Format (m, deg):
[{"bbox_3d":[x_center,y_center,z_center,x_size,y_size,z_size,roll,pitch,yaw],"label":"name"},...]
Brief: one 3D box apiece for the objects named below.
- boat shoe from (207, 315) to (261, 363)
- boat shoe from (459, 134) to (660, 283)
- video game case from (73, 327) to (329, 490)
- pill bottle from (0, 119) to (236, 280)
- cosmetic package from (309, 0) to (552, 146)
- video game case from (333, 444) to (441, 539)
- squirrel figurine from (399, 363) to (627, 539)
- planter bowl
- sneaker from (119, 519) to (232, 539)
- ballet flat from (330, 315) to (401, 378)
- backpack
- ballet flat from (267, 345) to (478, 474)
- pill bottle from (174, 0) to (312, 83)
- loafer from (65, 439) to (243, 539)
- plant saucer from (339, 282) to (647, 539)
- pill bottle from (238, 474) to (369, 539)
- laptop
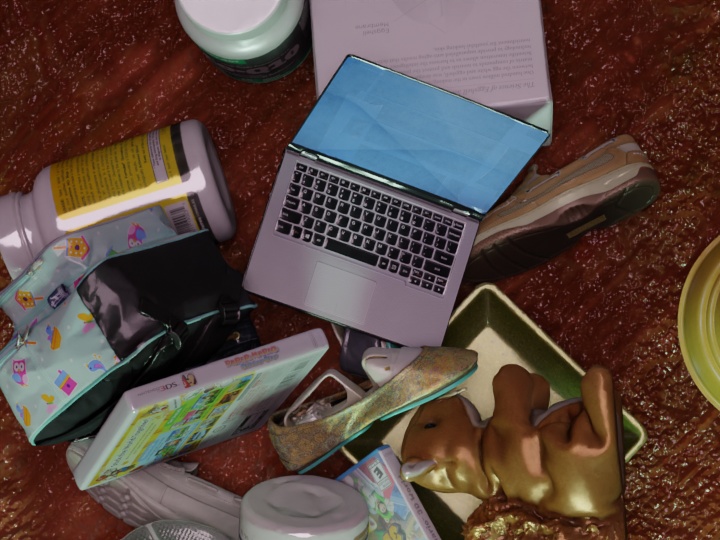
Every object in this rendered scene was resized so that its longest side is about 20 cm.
[{"bbox_3d":[-0.184,0.084,1.748,0.199,0.071,0.091,-15,81,-2],"label":"boat shoe"},{"bbox_3d":[0.163,-0.058,1.737,0.199,0.072,0.076,-24,59,2],"label":"boat shoe"},{"bbox_3d":[-0.137,0.118,1.643,0.181,0.200,0.023,-18,74,-27],"label":"video game case"},{"bbox_3d":[-0.219,-0.053,1.733,0.199,0.112,0.113,-17,85,3],"label":"pill bottle"},{"bbox_3d":[0.059,-0.209,1.704,0.198,0.123,0.201,-5,73,4],"label":"cosmetic package"},{"bbox_3d":[0.028,0.267,1.687,0.143,0.018,0.201,-40,74,43],"label":"video game case"},{"bbox_3d":[0.127,0.180,1.637,0.186,0.142,0.201,-4,84,10],"label":"squirrel figurine"},{"bbox_3d":[0.379,0.044,1.699,0.199,0.083,0.202,0,86,4],"label":"planter bowl"},{"bbox_3d":[-0.193,0.263,1.713,0.199,0.080,0.071,-16,78,19],"label":"sneaker"},{"bbox_3d":[0.000,0.000,1.731,0.073,0.073,0.201,-4,72,4],"label":"ballet flat"},{"bbox_3d":[-0.214,0.049,1.621,0.153,0.176,0.200,49,124,10],"label":"backpack"},{"bbox_3d":[0.004,0.103,1.662,0.199,0.071,0.071,-31,84,20],"label":"ballet flat"},{"bbox_3d":[-0.100,-0.232,1.692,0.112,0.200,0.114,0,86,4],"label":"pill bottle"},{"bbox_3d":[-0.169,0.199,1.743,0.199,0.070,0.070,30,53,5],"label":"loafer"},{"bbox_3d":[0.115,0.148,1.729,0.200,0.048,0.200,43,90,5],"label":"plant saucer"},{"bbox_3d":[-0.051,0.287,1.679,0.110,0.111,0.201,5,110,4],"label":"pill bottle"},{"bbox_3d":[0.027,-0.049,1.625,0.186,0.116,0.201,19,84,-16],"label":"laptop"}]
